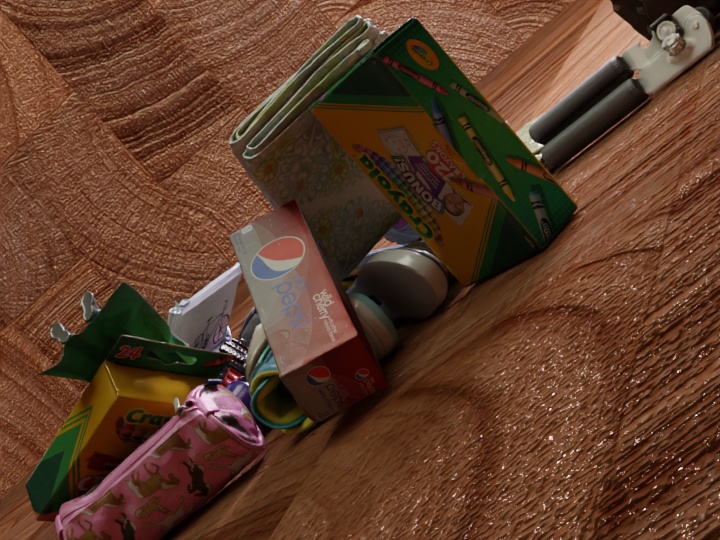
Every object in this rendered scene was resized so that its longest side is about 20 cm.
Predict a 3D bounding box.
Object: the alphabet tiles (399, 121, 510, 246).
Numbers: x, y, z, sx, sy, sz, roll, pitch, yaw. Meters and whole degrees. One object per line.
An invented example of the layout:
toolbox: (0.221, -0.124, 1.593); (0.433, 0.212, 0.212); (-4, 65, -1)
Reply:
alphabet tiles: (0.097, -0.083, 1.544); (0.167, 0.008, 0.200); (-45, -8, -34)

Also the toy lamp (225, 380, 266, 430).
toy lamp: (-0.077, 0.099, 1.368); (0.200, 0.058, 0.058); (-43, 5, -39)

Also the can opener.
can opener: (0.248, -0.169, 1.293); (0.200, 0.053, 0.066); (-38, -27, 22)

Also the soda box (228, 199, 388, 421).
soda box: (-0.045, 0.029, 1.123); (0.070, 0.063, 0.200); (-28, 39, 2)

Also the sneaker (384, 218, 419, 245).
sneaker: (0.028, -0.087, 1.360); (0.088, 0.081, 0.200); (-43, -28, 24)

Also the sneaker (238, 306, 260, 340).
sneaker: (-0.069, 0.050, 1.596); (0.200, 0.074, 0.088); (-39, 11, 14)

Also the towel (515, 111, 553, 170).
towel: (0.179, -0.128, 1.446); (0.148, 0.036, 0.200); (-43, 6, -25)

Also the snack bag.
snack bag: (-0.171, 0.099, 1.436); (0.189, 0.021, 0.200); (-42, -29, -66)

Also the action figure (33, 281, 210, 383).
action figure: (-0.196, 0.088, 1.294); (0.118, 0.200, 0.055); (-42, 45, 10)

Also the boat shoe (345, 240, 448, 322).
boat shoe: (0.042, 0.004, 1.235); (0.070, 0.071, 0.200); (-49, 1, -18)

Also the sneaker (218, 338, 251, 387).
sneaker: (-0.145, 0.138, 1.447); (0.087, 0.074, 0.200); (-61, -11, 30)

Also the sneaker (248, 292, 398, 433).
sneaker: (-0.060, 0.089, 1.214); (0.131, 0.080, 0.200); (-43, 5, -25)

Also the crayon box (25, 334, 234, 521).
crayon box: (-0.207, 0.153, 1.277); (0.200, 0.127, 0.051); (-55, 43, 26)

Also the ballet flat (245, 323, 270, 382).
ballet flat: (-0.072, 0.066, 1.468); (0.200, 0.069, 0.069); (-37, 1, -43)

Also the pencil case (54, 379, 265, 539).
pencil case: (-0.179, 0.186, 1.226); (0.200, 0.087, 0.083); (-43, -1, 15)

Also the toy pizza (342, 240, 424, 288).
toy pizza: (0.000, 0.000, 1.417); (0.200, 0.032, 0.200); (-12, 2, 0)

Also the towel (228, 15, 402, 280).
towel: (-0.011, -0.106, 1.231); (0.171, 0.200, 0.048); (-45, 46, -9)

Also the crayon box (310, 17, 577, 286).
crayon box: (0.065, -0.091, 1.110); (0.058, 0.200, 0.119); (-45, 6, -30)

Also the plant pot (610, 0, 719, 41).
plant pot: (0.322, -0.335, 1.363); (0.198, 0.200, 0.200); (-49, 5, 8)
